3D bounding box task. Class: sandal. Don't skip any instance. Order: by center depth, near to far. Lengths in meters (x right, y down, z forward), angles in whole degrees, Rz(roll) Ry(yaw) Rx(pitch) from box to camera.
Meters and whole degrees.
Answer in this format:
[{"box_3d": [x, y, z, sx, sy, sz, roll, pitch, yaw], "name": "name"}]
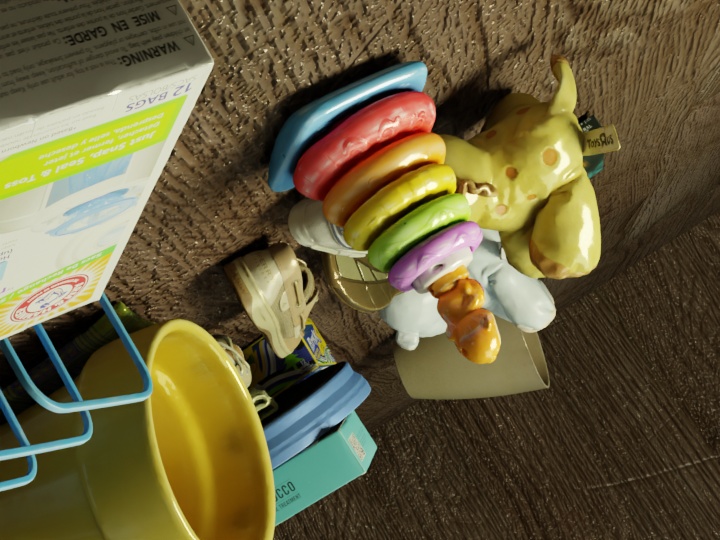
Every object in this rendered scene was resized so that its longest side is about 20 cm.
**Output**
[{"box_3d": [0.000, 0.000, 1.217, 0.054, 0.081, 0.200, -13, 179, 19], "name": "sandal"}]

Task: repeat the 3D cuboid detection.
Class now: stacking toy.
[{"box_3d": [0.036, -0.027, 0.837, 0.109, 0.201, 0.116, -26, 167, -26], "name": "stacking toy"}]

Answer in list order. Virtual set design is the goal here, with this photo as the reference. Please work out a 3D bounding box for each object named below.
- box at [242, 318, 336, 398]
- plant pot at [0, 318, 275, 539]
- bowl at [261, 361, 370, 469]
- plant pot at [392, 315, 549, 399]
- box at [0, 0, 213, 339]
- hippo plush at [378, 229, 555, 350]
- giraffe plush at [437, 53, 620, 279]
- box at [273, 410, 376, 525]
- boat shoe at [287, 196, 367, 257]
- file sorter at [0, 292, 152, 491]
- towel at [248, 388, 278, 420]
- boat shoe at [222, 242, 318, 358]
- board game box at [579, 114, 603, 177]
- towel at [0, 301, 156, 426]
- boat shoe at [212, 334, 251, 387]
[{"box_3d": [-0.129, 0.132, 1.415, 0.199, 0.065, 0.070, -34, 169, 13], "name": "box"}, {"box_3d": [-0.192, 0.160, 0.979, 0.188, 0.202, 0.201, -19, 172, 15], "name": "plant pot"}, {"box_3d": [-0.082, 0.157, 1.281, 0.200, 0.040, 0.201, -33, -177, 2], "name": "bowl"}, {"box_3d": [0.155, 0.115, 1.886, 0.199, 0.188, 0.187, -20, 171, 12], "name": "plant pot"}, {"box_3d": [-0.150, -0.051, 0.488, 0.112, 0.102, 0.200, -24, 166, -32], "name": "box"}, {"box_3d": [0.104, 0.027, 1.356, 0.160, 0.160, 0.200, -35, 169, 10], "name": "hippo plush"}, {"box_3d": [0.091, -0.064, 0.996, 0.161, 0.174, 0.200, -14, 166, -13], "name": "giraffe plush"}, {"box_3d": [-0.083, 0.213, 1.239, 0.199, 0.049, 0.082, -32, -177, 13], "name": "box"}, {"box_3d": [0.000, -0.042, 1.053, 0.069, 0.071, 0.200, -7, -177, 22], "name": "boat shoe"}, {"box_3d": [-0.242, 0.074, 0.720, 0.199, 0.123, 0.139, -35, 168, 14], "name": "file sorter"}, {"box_3d": [-0.167, 0.168, 1.270, 0.148, 0.037, 0.200, -33, -177, -22], "name": "towel"}, {"box_3d": [-0.066, 0.026, 1.116, 0.064, 0.072, 0.200, -31, 167, -3], "name": "boat shoe"}, {"box_3d": [0.207, -0.104, 1.408, 0.135, 0.028, 0.200, -33, 169, 5], "name": "board game box"}, {"box_3d": [-0.250, 0.093, 1.031, 0.199, 0.023, 0.144, -34, 168, 3], "name": "towel"}, {"box_3d": [-0.143, 0.092, 1.204, 0.068, 0.075, 0.200, -32, 179, -8], "name": "boat shoe"}]
